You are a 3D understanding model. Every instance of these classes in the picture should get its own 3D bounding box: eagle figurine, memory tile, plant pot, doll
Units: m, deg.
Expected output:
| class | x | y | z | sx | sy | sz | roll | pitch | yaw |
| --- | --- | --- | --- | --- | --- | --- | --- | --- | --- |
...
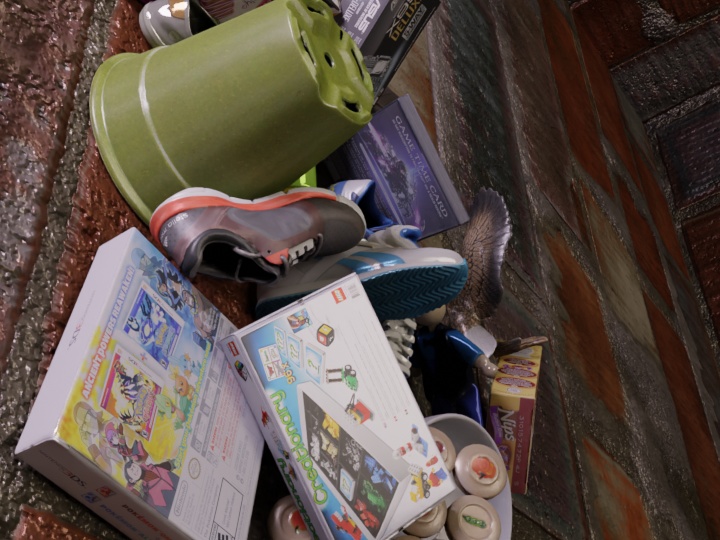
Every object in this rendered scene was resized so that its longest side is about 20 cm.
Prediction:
| class | x | y | z | sx | sy | sz | roll | pitch | yaw |
| --- | --- | --- | --- | --- | --- | --- | --- | --- | --- |
| eagle figurine | 0.115 | 0.019 | 1.160 | 0.151 | 0.150 | 0.202 | -23 | 100 | -33 |
| memory tile | 0.028 | 0.192 | 0.819 | 0.198 | 0.017 | 0.154 | 20 | 54 | -6 |
| plant pot | -0.095 | -0.142 | 0.839 | 0.200 | 0.189 | 0.201 | 44 | 32 | -37 |
| doll | 0.099 | 0.119 | 1.066 | 0.048 | 0.136 | 0.202 | -14 | 89 | -37 |

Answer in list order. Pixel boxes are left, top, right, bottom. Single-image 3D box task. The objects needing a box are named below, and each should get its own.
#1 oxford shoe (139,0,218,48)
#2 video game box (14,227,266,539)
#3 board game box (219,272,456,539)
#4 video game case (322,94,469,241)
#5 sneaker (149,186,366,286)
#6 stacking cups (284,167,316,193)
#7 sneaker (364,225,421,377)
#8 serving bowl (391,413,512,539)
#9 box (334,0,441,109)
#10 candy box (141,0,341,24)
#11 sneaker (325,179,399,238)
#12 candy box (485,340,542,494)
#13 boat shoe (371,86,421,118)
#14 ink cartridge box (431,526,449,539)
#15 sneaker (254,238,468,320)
| class | x | y | z | sx | sy | sz | roll | pitch | yaw |
| --- | --- | --- | --- | --- | --- | --- | --- | --- | --- |
| oxford shoe | -0.135 | -0.206 | 0.970 | 0.200 | 0.057 | 0.076 | 39 | 32 | -47 |
| video game box | -0.142 | 0.098 | 0.707 | 0.183 | 0.047 | 0.201 | 51 | 29 | -32 |
| board game box | -0.015 | 0.118 | 0.777 | 0.126 | 0.035 | 0.201 | -25 | 91 | -32 |
| video game case | 0.030 | -0.095 | 1.058 | 0.019 | 0.200 | 0.144 | -29 | 95 | -29 |
| sneaker | -0.074 | -0.016 | 0.803 | 0.198 | 0.077 | 0.082 | -3 | 48 | -34 |
| stacking cups | -0.075 | -0.130 | 0.983 | 0.060 | 0.060 | 0.202 | 21 | 58 | -55 |
| sneaker | 0.036 | 0.045 | 0.940 | 0.080 | 0.146 | 0.201 | 38 | 25 | -47 |
| serving bowl | 0.063 | 0.237 | 0.920 | 0.199 | 0.065 | 0.202 | 5 | 83 | -47 |
| box | 0.003 | -0.247 | 1.085 | 0.050 | 0.201 | 0.158 | 35 | 10 | 12 |
| candy box | -0.131 | -0.293 | 0.963 | 0.199 | 0.136 | 0.062 | 24 | 48 | -53 |
| sneaker | 0.013 | -0.007 | 1.051 | 0.201 | 0.082 | 0.074 | 65 | 24 | -6 |
| candy box | 0.183 | 0.170 | 1.163 | 0.200 | 0.056 | 0.118 | -48 | 143 | -73 |
| boat shoe | -0.005 | -0.216 | 1.215 | 0.075 | 0.072 | 0.201 | -17 | 64 | -48 |
| ink cartridge box | 0.087 | 0.318 | 0.839 | 0.117 | 0.067 | 0.200 | 57 | 50 | -25 |
| sneaker | 0.000 | 0.000 | 0.896 | 0.077 | 0.198 | 0.081 | 79 | 6 | -50 |
